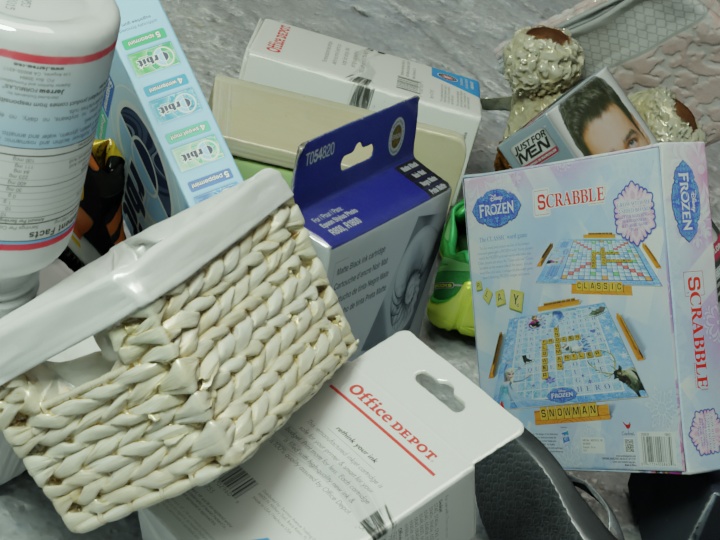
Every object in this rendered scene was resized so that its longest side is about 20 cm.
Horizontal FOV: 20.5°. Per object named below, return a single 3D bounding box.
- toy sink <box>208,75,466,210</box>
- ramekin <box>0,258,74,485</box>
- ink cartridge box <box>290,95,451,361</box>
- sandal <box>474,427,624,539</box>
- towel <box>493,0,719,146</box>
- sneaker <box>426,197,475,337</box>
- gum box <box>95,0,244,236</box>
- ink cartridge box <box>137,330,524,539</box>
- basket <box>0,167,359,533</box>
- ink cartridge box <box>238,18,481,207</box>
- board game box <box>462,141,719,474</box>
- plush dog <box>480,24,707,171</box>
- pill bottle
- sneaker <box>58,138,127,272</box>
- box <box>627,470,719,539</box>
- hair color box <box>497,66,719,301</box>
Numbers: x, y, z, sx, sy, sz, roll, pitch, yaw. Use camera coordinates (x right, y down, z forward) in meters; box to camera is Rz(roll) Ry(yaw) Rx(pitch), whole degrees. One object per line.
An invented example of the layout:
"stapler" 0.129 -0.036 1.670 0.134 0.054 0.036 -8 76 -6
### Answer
"toy sink" -0.027 -0.042 1.460 0.199 0.131 0.112 13 28 -10
"ramekin" -0.263 0.052 1.188 0.201 0.095 0.203 14 28 -8
"ink cartridge box" 0.000 0.000 1.301 0.040 0.201 0.199 17 21 20
"sandal" 0.138 0.174 1.229 0.043 0.076 0.200 -11 49 -40
"towel" 0.244 -0.164 1.713 0.191 0.200 0.032 39 45 -29
"sneaker" 0.098 -0.018 1.536 0.074 0.084 0.200 17 25 -1
"gum box" -0.126 -0.060 1.310 0.044 0.170 0.201 -21 75 -19
"ink cartridge box" -0.014 0.130 1.141 0.200 0.068 0.116 -31 50 -26
"basket" -0.106 0.044 1.111 0.124 0.135 0.200 62 28 -6
"ink cartridge box" -0.004 -0.134 1.670 0.199 0.085 0.146 16 18 -2
"board game box" 0.147 0.027 1.274 0.041 0.201 0.200 -4 -1 -35
"plush dog" 0.173 -0.080 1.662 0.200 0.160 0.172 29 42 -18
"pill bottle" -0.206 -0.068 1.121 0.108 0.201 0.109 14 28 -8
"sneaker" -0.174 -0.038 1.316 0.070 0.090 0.200 23 -12 17
"box" 0.289 0.163 1.295 0.199 0.105 0.148 13 28 -10
"hair color box" 0.206 -0.047 1.553 0.200 0.061 0.099 54 45 -3
